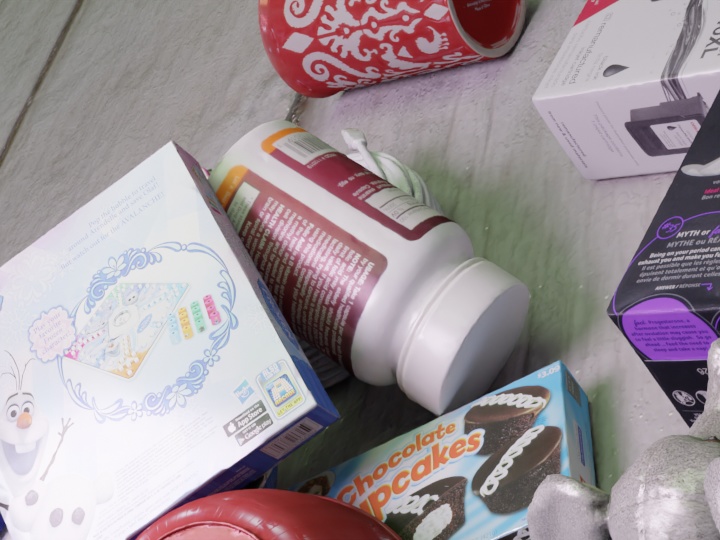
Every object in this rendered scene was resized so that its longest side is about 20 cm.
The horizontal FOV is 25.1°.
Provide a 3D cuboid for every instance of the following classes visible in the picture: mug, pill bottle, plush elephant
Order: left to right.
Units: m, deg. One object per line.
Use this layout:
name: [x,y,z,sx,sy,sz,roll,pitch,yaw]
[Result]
pill bottle: [0.000,0.000,1.013,0.199,0.114,0.114,33,72,24]
mug: [0.037,-0.237,1.354,0.199,0.134,0.179,-1,49,44]
plush elephant: [0.168,0.108,0.706,0.164,0.155,0.201,-6,43,45]

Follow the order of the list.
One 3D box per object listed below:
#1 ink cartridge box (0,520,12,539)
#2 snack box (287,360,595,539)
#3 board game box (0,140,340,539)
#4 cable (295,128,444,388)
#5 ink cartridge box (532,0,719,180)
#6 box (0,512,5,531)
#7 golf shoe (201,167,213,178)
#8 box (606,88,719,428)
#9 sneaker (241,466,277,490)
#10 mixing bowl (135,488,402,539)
ink cartridge box: [-0.216,0.171,1.066,0.199,0.047,0.161,17,77,36]
snack box: [0.041,0.140,0.932,0.199,0.037,0.117,-28,32,22]
board game box: [-0.141,0.060,0.957,0.199,0.043,0.200,-35,64,7]
cable: [-0.029,0.001,1.170,0.200,0.069,0.200,-43,31,-4]
ink cartridge box: [0.232,-0.143,1.044,0.199,0.084,0.146,-4,45,47]
box: [-0.312,0.196,1.064,0.121,0.032,0.201,29,83,40]
golf shoe: [-0.160,-0.025,1.299,0.091,0.076,0.200,-39,2,-20]
box: [0.236,-0.019,0.850,0.121,0.106,0.201,-4,45,47]
sneaker: [-0.087,0.156,0.984,0.078,0.089,0.202,6,66,9]
mixing bowl: [-0.064,0.192,0.835,0.198,0.109,0.202,-9,59,16]
